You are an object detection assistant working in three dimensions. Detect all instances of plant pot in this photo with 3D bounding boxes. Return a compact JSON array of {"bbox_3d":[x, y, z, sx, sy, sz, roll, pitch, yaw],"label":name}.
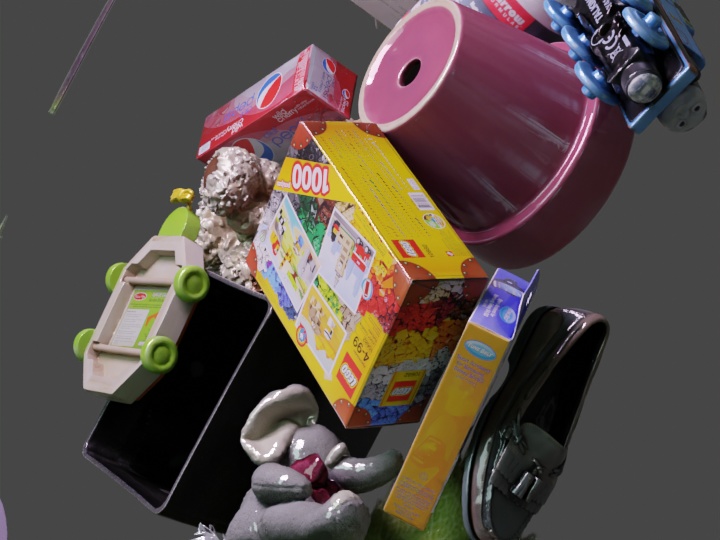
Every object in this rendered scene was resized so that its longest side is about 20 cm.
[{"bbox_3d":[-0.099,0.134,1.545,0.201,0.177,0.200,-62,29,-5],"label":"plant pot"},{"bbox_3d":[0.104,-0.129,1.474,0.199,0.178,0.201,-36,37,33],"label":"plant pot"}]

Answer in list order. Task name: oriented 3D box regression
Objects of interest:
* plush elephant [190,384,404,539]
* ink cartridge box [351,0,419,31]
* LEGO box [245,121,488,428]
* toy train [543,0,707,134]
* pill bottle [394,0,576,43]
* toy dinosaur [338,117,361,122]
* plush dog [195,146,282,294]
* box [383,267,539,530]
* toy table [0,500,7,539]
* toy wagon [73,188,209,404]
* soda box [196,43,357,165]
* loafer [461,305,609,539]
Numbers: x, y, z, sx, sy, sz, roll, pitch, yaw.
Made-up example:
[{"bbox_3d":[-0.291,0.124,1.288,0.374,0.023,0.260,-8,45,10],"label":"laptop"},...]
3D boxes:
[{"bbox_3d":[-0.034,0.189,1.410,0.198,0.166,0.155,1,43,34],"label":"plush elephant"},{"bbox_3d":[0.074,-0.324,1.750,0.199,0.125,0.130,-13,53,51],"label":"ink cartridge box"},{"bbox_3d":[0.000,0.000,1.376,0.201,0.076,0.150,56,134,40],"label":"LEGO box"},{"bbox_3d":[0.223,-0.185,1.409,0.087,0.114,0.201,-48,31,23],"label":"toy train"},{"bbox_3d":[0.135,-0.242,1.588,0.200,0.119,0.120,-41,34,29],"label":"pill bottle"},{"bbox_3d":[0.054,-0.120,1.643,0.135,0.086,0.200,2,41,45],"label":"toy dinosaur"},{"bbox_3d":[-0.090,-0.010,1.740,0.200,0.158,0.174,120,153,-66],"label":"plush dog"},{"bbox_3d":[0.082,0.088,1.341,0.119,0.041,0.202,-52,-16,-66],"label":"box"},{"bbox_3d":[-0.491,0.341,1.980,0.116,0.184,0.201,-9,45,32],"label":"toy table"},{"bbox_3d":[-0.186,0.022,1.564,0.155,0.039,0.202,2,64,57],"label":"toy wagon"},{"bbox_3d":[-0.093,-0.168,1.918,0.199,0.070,0.064,-27,41,43],"label":"soda box"},{"bbox_3d":[0.134,0.115,1.320,0.063,0.072,0.202,-5,57,48],"label":"loafer"}]
